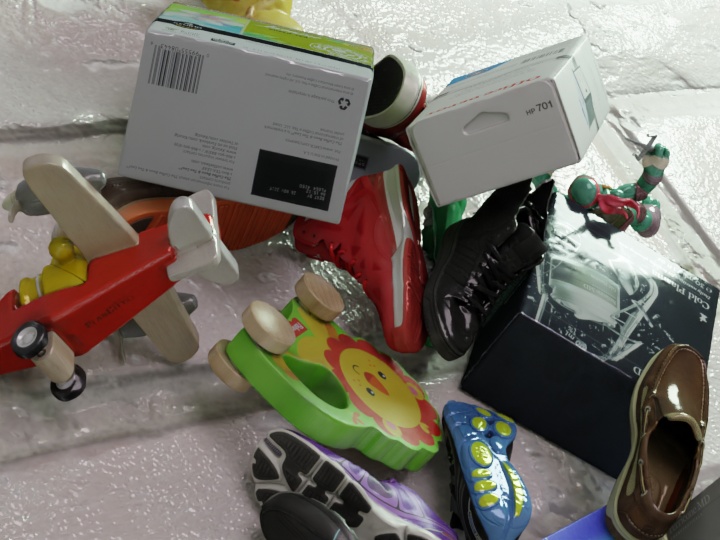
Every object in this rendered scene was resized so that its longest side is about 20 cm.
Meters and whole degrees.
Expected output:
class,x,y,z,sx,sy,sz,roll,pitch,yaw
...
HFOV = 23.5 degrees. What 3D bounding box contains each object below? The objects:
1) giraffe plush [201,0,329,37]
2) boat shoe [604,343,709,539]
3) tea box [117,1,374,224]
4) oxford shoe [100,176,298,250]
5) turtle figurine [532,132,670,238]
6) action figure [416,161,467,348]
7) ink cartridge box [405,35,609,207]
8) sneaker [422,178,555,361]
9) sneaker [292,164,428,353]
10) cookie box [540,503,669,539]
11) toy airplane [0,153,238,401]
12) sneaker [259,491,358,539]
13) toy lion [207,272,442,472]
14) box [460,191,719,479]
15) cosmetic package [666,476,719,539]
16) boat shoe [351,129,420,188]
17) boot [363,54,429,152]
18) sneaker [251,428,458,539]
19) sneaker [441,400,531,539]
class,x,y,z,sx,sy,sz,roll,pitch,yaw
giraffe plush,-0.098,-0.259,1.746,0.199,0.172,0.163,-13,80,-54
boat shoe,0.272,0.143,1.490,0.074,0.075,0.203,25,56,-9
tea box,-0.097,-0.145,1.546,0.198,0.135,0.197,12,15,-3
oxford shoe,-0.143,-0.065,1.569,0.199,0.072,0.073,-2,47,-36
turtle figurine,0.240,-0.075,1.753,0.148,0.200,0.102,4,74,21
action figure,0.075,-0.015,1.666,0.118,0.054,0.201,54,32,-51
ink cartridge box,0.142,-0.143,1.612,0.086,0.145,0.200,68,21,-14
sneaker,0.122,-0.011,1.578,0.060,0.104,0.201,48,35,-29
sneaker,0.000,0.000,1.598,0.079,0.115,0.201,62,20,-47
cookie box,0.229,0.290,1.471,0.199,0.075,0.172,-18,64,-43
toy airplane,-0.199,-0.007,1.374,0.198,0.201,0.141,0,34,-32
sneaker,-0.026,0.257,1.325,0.079,0.076,0.201,-16,60,-41
toy lion,-0.015,0.099,1.472,0.192,0.069,0.200,45,20,6
box,0.223,0.065,1.657,0.199,0.124,0.197,30,42,-6
cosmetic package,0.327,0.274,1.419,0.090,0.107,0.201,13,46,-28
boat shoe,-0.035,-0.126,1.711,0.199,0.070,0.066,15,7,-22
boot,0.066,-0.148,1.726,0.144,0.073,0.200,28,-4,-13
sneaker,-0.003,0.196,1.421,0.199,0.081,0.084,36,22,-9
sneaker,0.099,0.180,1.494,0.070,0.083,0.200,15,27,-13
